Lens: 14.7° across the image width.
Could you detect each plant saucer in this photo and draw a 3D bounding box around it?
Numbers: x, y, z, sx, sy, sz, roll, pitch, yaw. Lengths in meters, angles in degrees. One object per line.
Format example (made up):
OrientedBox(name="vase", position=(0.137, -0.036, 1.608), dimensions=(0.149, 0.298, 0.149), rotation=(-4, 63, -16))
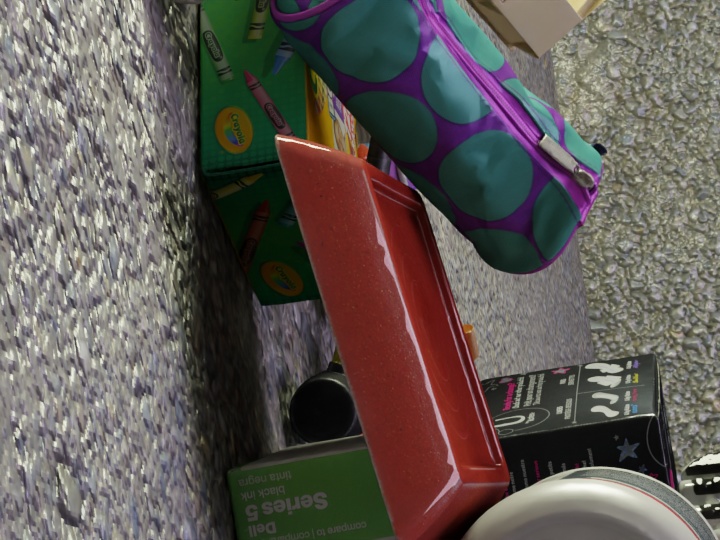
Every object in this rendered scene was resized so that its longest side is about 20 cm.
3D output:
OrientedBox(name="plant saucer", position=(0.023, 0.034, 1.360), dimensions=(0.200, 0.037, 0.201), rotation=(20, 53, -78))

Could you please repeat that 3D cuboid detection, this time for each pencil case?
OrientedBox(name="pencil case", position=(0.041, -0.092, 1.407), dimensions=(0.200, 0.092, 0.085), rotation=(46, 54, -27))

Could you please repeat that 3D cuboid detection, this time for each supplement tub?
OrientedBox(name="supplement tub", position=(0.116, 0.170, 1.394), dimensions=(0.200, 0.140, 0.141), rotation=(10, 71, -80))

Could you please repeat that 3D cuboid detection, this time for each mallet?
OrientedBox(name="mallet", position=(0.000, 0.000, 1.528), dimensions=(0.066, 0.041, 0.201), rotation=(55, 47, -80))

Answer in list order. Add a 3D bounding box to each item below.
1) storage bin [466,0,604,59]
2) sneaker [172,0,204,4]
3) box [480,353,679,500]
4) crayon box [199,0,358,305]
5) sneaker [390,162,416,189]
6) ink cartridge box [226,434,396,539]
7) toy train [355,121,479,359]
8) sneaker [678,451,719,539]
OrientedBox(name="storage bin", position=(0.048, -0.253, 1.680), dimensions=(0.200, 0.094, 0.199), rotation=(45, 6, -47))
OrientedBox(name="sneaker", position=(-0.037, -0.202, 1.398), dimensions=(0.200, 0.084, 0.075), rotation=(-60, 140, -44))
OrientedBox(name="box", position=(0.133, 0.167, 1.629), dimensions=(0.132, 0.114, 0.201), rotation=(-68, 149, -75))
OrientedBox(name="crayon box", position=(-0.042, -0.097, 1.472), dimensions=(0.119, 0.058, 0.201), rotation=(68, 16, -52))
OrientedBox(name="sneaker", position=(0.010, -0.104, 1.771), dimensions=(0.200, 0.072, 0.115), rotation=(50, 35, -73))
OrientedBox(name="ink cartridge box", position=(0.002, 0.185, 1.388), dimensions=(0.145, 0.084, 0.201), rotation=(-1, 81, -81))
OrientedBox(name="toy train", position=(0.021, -0.021, 1.611), dimensions=(0.150, 0.055, 0.201), rotation=(23, -49, 64))
OrientedBox(name="sneaker", position=(0.224, 0.198, 1.593), dimensions=(0.200, 0.075, 0.081), rotation=(-89, 176, -47))
